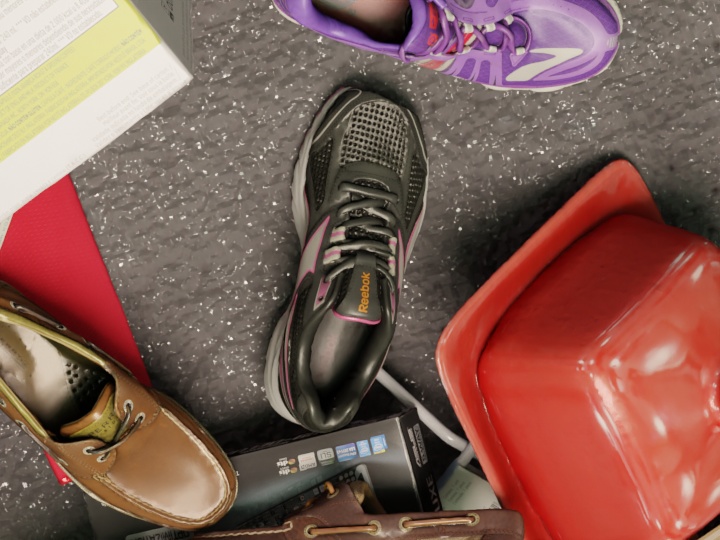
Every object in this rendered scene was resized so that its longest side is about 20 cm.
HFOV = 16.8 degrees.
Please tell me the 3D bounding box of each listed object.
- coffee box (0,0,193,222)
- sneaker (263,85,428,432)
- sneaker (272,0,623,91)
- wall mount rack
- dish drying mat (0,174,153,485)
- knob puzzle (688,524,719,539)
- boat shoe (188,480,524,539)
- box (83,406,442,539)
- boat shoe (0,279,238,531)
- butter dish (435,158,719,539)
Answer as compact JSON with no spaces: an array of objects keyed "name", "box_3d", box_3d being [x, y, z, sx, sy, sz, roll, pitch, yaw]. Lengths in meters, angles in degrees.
[{"name":"coffee box","box_3d":[-0.221,-0.144,1.228,0.200,0.200,0.198,-35,112,10]},{"name":"sneaker","box_3d":[0.000,0.000,1.367,0.080,0.086,0.201,6,100,-12]},{"name":"sneaker","box_3d":[0.047,-0.132,1.328,0.199,0.083,0.081,7,112,-11]},{"name":"wall mount rack","box_3d":[0.026,0.137,1.450,0.174,0.075,0.200,31,105,-21]},{"name":"dish drying mat","box_3d":[-0.174,0.021,1.387,0.077,0.018,0.200,-31,115,-26]},{"name":"knob puzzle","box_3d":[0.213,0.168,1.450,0.220,0.220,0.030,-45,71,12]},{"name":"boat shoe","box_3d":[-0.004,0.152,1.348,0.199,0.072,0.072,-1,154,23]},{"name":"box","box_3d":[-0.045,0.179,1.413,0.199,0.050,0.158,-14,91,15]},{"name":"boat shoe","box_3d":[-0.149,0.082,1.340,0.200,0.068,0.072,36,86,-14]},{"name":"butter dish","box_3d":[0.169,0.066,1.357,0.200,0.148,0.200,-43,119,-34]}]
